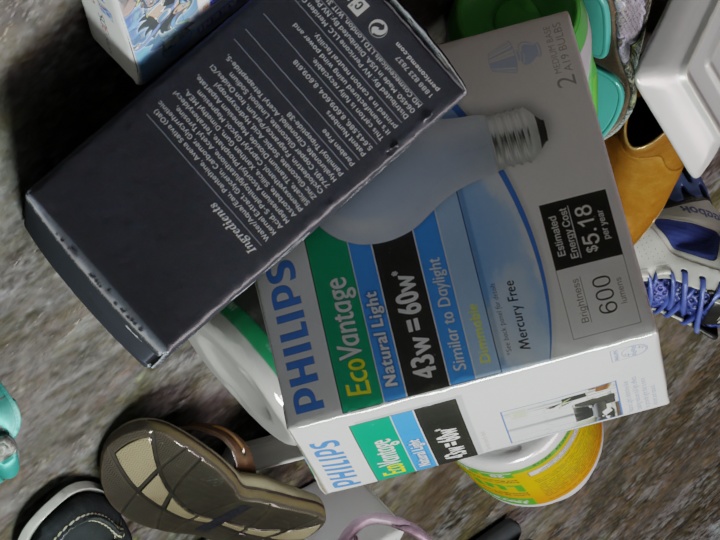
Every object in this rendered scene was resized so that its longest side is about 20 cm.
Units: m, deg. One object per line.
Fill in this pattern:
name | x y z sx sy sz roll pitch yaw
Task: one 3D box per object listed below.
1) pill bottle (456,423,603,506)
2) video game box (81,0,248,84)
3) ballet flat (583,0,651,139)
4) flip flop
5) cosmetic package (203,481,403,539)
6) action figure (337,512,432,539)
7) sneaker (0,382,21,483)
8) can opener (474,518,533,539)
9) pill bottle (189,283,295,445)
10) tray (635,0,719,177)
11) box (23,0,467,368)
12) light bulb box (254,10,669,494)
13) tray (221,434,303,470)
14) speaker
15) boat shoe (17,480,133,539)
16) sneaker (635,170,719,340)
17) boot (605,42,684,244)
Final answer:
pill bottle | 0.120 0.114 2.084 0.111 0.111 0.200 -44 159 -2
video game box | -0.050 -0.198 1.290 0.200 0.047 0.182 -40 157 -13
ballet flat | 0.151 -0.146 1.731 0.072 0.072 0.200 -38 159 -17
flip flop | -0.094 0.129 1.779 0.081 0.058 0.200 -27 149 28
cosmetic package | -0.068 0.227 2.001 0.200 0.074 0.102 -24 150 -41
action figure | -0.047 0.264 1.926 0.200 0.134 0.149 -49 -158 30
sneaker | -0.235 0.090 1.421 0.121 0.084 0.200 -42 167 5
can opener | 0.077 0.265 2.364 0.200 0.053 0.067 -32 156 -34
pill bottle | 0.000 0.000 1.652 0.200 0.113 0.113 -40 159 -13
tray | 0.234 -0.166 1.744 0.107 0.022 0.200 51 58 -45
box | -0.062 -0.054 1.389 0.200 0.104 0.148 -41 -179 -9
light bulb box | 0.045 -0.008 1.515 0.200 0.198 0.125 -15 157 3
tray | -0.018 0.112 1.903 0.107 0.022 0.200 -17 175 33
speaker | 0.096 -0.105 1.675 0.088 0.088 0.200 -40 159 -13
boat shoe | -0.164 0.192 1.775 0.076 0.060 0.200 -42 159 -8
sneaker | 0.220 0.003 2.060 0.199 0.115 0.081 -28 152 -38
boot | 0.181 -0.086 1.845 0.201 0.071 0.144 -63 174 14
